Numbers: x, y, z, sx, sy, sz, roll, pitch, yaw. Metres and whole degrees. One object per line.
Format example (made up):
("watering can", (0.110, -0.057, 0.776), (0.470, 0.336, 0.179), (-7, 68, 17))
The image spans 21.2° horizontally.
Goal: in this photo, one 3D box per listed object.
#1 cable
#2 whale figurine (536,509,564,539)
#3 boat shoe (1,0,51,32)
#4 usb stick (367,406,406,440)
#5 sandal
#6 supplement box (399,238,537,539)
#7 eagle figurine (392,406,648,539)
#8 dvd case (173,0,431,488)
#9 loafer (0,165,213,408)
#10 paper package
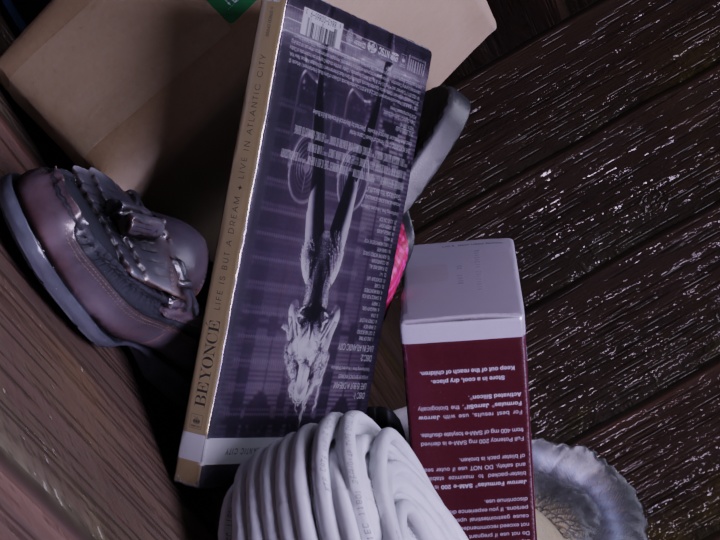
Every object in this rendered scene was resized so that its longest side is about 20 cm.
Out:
("cable", (0.016, 0.154, 0.752), (0.200, 0.069, 0.200), (56, 11, -40))
("whale figurine", (0.070, 0.220, 1.227), (0.200, 0.104, 0.159), (-1, 60, -59))
("boat shoe", (-0.121, -0.101, 1.031), (0.200, 0.068, 0.084), (58, 4, -44))
("usb stick", (0.011, 0.142, 0.941), (0.200, 0.032, 0.056), (-93, 172, -56))
("sandal", (0.000, 0.000, 0.925), (0.045, 0.200, 0.075), (41, -13, -21))
("supplement box", (0.055, 0.096, 0.950), (0.109, 0.061, 0.201), (-85, 170, -70))
("eagle figurine", (0.104, 0.193, 1.457), (0.200, 0.151, 0.151), (33, 57, -45))
("dvd case", (-0.021, -0.009, 0.818), (0.149, 0.016, 0.201), (9, 90, -65))
("loafer", (-0.083, -0.002, 0.778), (0.072, 0.063, 0.200), (63, 3, 24))
("paper package", (-0.049, -0.106, 0.914), (0.103, 0.200, 0.191), (44, -1, 18))
